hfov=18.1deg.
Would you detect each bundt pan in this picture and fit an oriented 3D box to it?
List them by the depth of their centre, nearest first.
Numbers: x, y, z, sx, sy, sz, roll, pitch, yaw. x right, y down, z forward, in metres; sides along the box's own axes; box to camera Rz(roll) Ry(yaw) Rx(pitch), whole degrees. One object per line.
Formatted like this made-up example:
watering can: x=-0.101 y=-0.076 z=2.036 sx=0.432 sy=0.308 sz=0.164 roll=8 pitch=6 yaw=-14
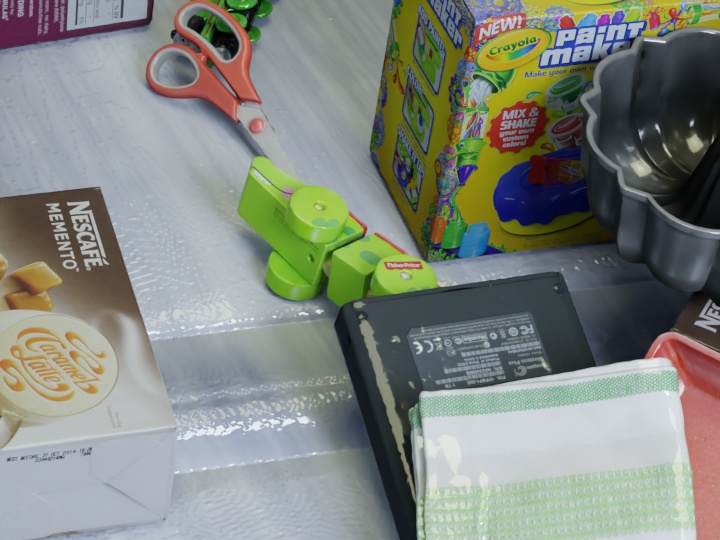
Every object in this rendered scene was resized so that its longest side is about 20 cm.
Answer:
bundt pan: x=0.221 y=-0.053 z=1.323 sx=0.201 sy=0.076 sz=0.202 roll=5 pitch=43 yaw=-4

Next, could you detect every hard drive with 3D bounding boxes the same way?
hard drive: x=0.078 y=0.100 z=1.264 sx=0.139 sy=0.033 sz=0.200 roll=-8 pitch=61 yaw=-19

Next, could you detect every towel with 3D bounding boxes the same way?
towel: x=0.099 y=0.147 z=1.164 sx=0.149 sy=0.031 sz=0.200 roll=-10 pitch=64 yaw=17

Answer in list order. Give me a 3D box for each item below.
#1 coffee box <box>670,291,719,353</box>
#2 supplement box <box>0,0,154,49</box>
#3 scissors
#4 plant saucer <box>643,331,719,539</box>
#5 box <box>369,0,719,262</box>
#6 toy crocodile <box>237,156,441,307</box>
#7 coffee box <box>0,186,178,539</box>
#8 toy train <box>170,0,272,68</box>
coffee box: x=0.264 y=0.029 z=1.371 sx=0.114 sy=0.080 sz=0.200 roll=24 pitch=44 yaw=16
supplement box: x=-0.254 y=-0.229 z=1.556 sx=0.200 sy=0.103 sz=0.131 roll=-13 pitch=46 yaw=-24
scissors: x=-0.069 y=-0.108 z=1.494 sx=0.073 sy=0.014 sz=0.200 roll=-48 pitch=59 yaw=-1
plant saucer: x=0.192 y=0.158 z=1.159 sx=0.200 sy=0.037 sz=0.200 roll=27 pitch=81 yaw=33
box: x=0.128 y=-0.125 z=1.444 sx=0.200 sy=0.193 sz=0.122 roll=-8 pitch=44 yaw=-18
toy crocodile: x=0.000 y=0.000 z=1.377 sx=0.200 sy=0.068 sz=0.062 roll=39 pitch=45 yaw=26
coffee box: x=-0.182 y=0.050 z=1.275 sx=0.114 sy=0.080 sz=0.200 roll=-5 pitch=44 yaw=-17
toy train: x=-0.086 y=-0.210 z=1.616 sx=0.056 sy=0.042 sz=0.200 roll=7 pitch=41 yaw=12
